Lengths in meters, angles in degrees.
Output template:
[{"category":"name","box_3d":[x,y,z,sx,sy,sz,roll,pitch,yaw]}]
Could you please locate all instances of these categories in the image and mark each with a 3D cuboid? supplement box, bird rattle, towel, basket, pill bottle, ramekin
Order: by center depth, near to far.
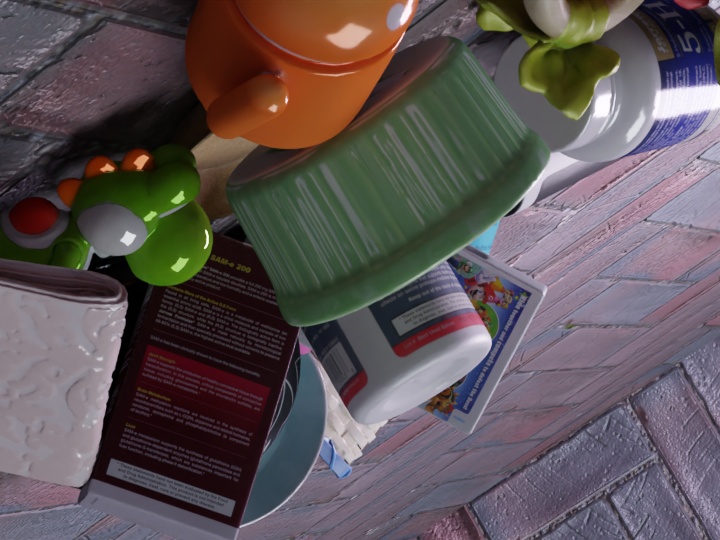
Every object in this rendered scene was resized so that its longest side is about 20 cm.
[{"category":"towel","box_3d":[-0.248,0.054,1.392,0.189,0.032,0.201,13,140,-5]},{"category":"ramekin","box_3d":[0.011,-0.062,1.401,0.199,0.098,0.200,-31,-168,8]},{"category":"supplement box","box_3d":[-0.111,0.079,1.526,0.061,0.108,0.202,137,-28,-71]},{"category":"bird rattle","box_3d":[0.177,-0.207,1.526,0.199,0.113,0.163,-33,150,-1]},{"category":"pill bottle","box_3d":[0.000,0.000,1.648,0.119,0.201,0.120,-28,166,-7]},{"category":"pill bottle","box_3d":[0.193,-0.146,1.699,0.120,0.120,0.199,-41,165,36]},{"category":"basket","box_3d":[-0.068,0.129,2.026,0.200,0.139,0.176,-45,-163,-5]}]

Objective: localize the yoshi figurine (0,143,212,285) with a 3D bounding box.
[{"category":"yoshi figurine","box_3d":[-0.177,-0.003,1.446,0.199,0.113,0.112,-29,166,12]}]

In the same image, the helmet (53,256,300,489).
[{"category":"helmet","box_3d":[-0.143,0.076,1.648,0.189,0.202,0.200,-6,156,-27]}]

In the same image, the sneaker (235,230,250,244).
[{"category":"sneaker","box_3d":[-0.149,0.044,1.777,0.070,0.108,0.201,-45,158,-76]}]

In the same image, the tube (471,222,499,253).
[{"category":"tube","box_3d":[0.088,-0.018,1.909,0.077,0.050,0.202,-14,126,-66]}]

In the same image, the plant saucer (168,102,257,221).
[{"category":"plant saucer","box_3d":[-0.060,-0.100,1.520,0.199,0.036,0.200,-29,165,-8]}]

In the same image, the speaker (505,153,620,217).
[{"category":"speaker","box_3d":[0.173,-0.115,1.825,0.199,0.082,0.081,-26,166,-36]}]

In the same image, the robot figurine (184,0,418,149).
[{"category":"robot figurine","box_3d":[-0.033,-0.144,1.260,0.143,0.117,0.200,-23,164,-26]}]

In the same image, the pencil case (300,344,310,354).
[{"category":"pencil case","box_3d":[-0.006,-0.024,1.800,0.200,0.091,0.094,-37,-152,26]}]

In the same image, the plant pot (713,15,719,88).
[{"category":"plant pot","box_3d":[0.343,-0.181,1.626,0.200,0.201,0.184,-39,-177,33]}]

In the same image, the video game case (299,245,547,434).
[{"category":"video game case","box_3d":[0.029,0.025,1.747,0.144,0.199,0.018,-64,176,27]}]

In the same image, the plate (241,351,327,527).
[{"category":"plate","box_3d":[-0.126,0.124,1.900,0.199,0.201,0.026,-28,-162,-10]}]
